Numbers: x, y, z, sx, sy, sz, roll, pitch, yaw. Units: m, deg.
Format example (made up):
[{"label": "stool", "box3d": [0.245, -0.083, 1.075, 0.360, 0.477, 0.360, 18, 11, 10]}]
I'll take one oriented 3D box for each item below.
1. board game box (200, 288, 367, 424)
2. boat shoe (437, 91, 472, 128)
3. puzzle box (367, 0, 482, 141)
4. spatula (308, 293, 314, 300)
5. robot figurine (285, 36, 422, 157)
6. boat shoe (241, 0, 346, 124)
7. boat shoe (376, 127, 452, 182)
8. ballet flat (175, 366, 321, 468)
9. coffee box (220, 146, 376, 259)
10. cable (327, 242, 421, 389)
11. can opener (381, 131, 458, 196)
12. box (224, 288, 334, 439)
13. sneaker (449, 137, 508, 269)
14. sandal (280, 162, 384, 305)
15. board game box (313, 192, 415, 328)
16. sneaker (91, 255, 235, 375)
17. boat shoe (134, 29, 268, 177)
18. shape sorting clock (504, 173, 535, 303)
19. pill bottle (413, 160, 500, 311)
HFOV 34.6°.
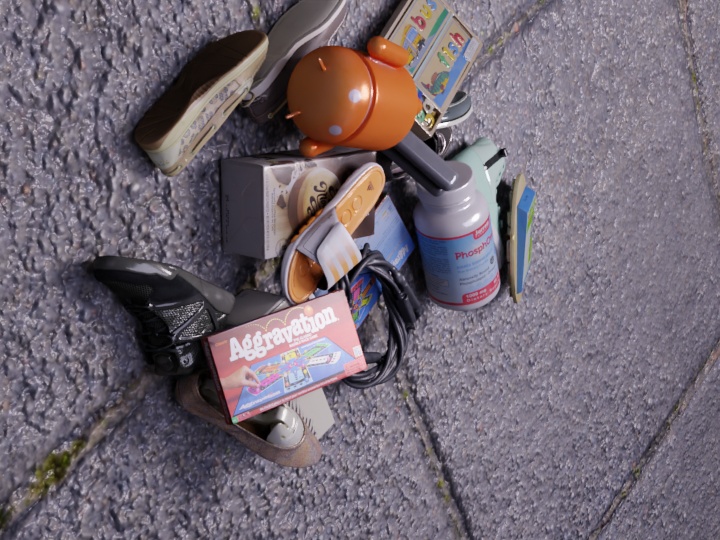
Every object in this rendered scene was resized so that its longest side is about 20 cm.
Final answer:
[{"label": "board game box", "box3d": [-0.086, 0.098, 1.352, 0.199, 0.019, 0.104, -20, 93, -36]}, {"label": "boat shoe", "box3d": [0.085, -0.229, 1.599, 0.199, 0.073, 0.062, -23, 117, -39]}, {"label": "puzzle box", "box3d": [0.083, -0.288, 1.565, 0.133, 0.025, 0.201, 43, 55, -21]}, {"label": "spatula", "box3d": [-0.061, 0.047, 1.454, 0.056, 0.021, 0.201, 15, 51, -35]}, {"label": "robot figurine", "box3d": [-0.009, -0.202, 1.375, 0.199, 0.143, 0.118, 1, 81, -55]}, {"label": "boat shoe", "box3d": [-0.079, -0.262, 1.404, 0.200, 0.072, 0.060, -52, 138, -24]}, {"label": "boat shoe", "box3d": [0.078, -0.163, 1.613, 0.199, 0.057, 0.067, -27, 117, -43]}, {"label": "ballet flat", "box3d": [-0.124, 0.173, 1.363, 0.199, 0.067, 0.068, 27, 50, -15]}, {"label": "coffee box", "box3d": [-0.074, -0.089, 1.432, 0.199, 0.079, 0.114, -15, 110, -47]}, {"label": "cable", "box3d": [0.004, 0.059, 1.534, 0.163, 0.051, 0.200, -52, 135, -22]}, {"label": "can opener", "box3d": [0.035, -0.158, 1.504, 0.200, 0.053, 0.067, 40, 63, -12]}, {"label": "box", "box3d": [-0.106, 0.125, 1.438, 0.068, 0.082, 0.201, -42, 125, -34]}, {"label": "sneaker", "box3d": [0.198, -0.103, 1.750, 0.118, 0.073, 0.201, -45, 127, -31]}, {"label": "sandal", "box3d": [-0.020, -0.045, 1.394, 0.207, 0.059, 0.079, -54, 142, -17]}, {"label": "board game box", "box3d": [0.000, 0.000, 1.572, 0.200, 0.019, 0.103, -53, 131, -28]}, {"label": "sneaker", "box3d": [-0.224, 0.052, 1.288, 0.199, 0.076, 0.115, 33, 66, -53]}, {"label": "boat shoe", "box3d": [-0.173, -0.194, 1.312, 0.200, 0.073, 0.063, -48, 136, -19]}, {"label": "shape sorting clock", "box3d": [0.244, -0.050, 1.798, 0.200, 0.039, 0.202, 6, 90, -78]}, {"label": "pill bottle", "box3d": [0.135, -0.050, 1.644, 0.109, 0.108, 0.201, -44, 135, -35]}]
